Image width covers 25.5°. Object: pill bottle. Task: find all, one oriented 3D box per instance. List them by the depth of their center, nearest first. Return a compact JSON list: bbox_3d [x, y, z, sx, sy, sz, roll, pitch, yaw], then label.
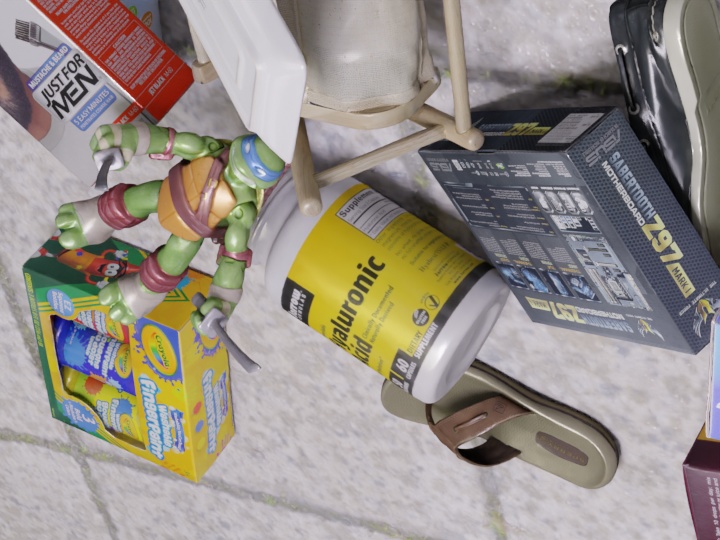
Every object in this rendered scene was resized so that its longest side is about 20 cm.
[{"bbox_3d":[0.000,0.000,1.164,0.200,0.111,0.111,33,140,14],"label":"pill bottle"}]

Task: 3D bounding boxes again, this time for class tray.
[{"bbox_3d":[-0.087,-0.164,0.926,0.200,0.022,0.107,61,160,20],"label":"tray"}]

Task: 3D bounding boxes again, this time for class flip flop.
[{"bbox_3d":[0.104,0.127,1.251,0.199,0.058,0.081,23,138,17],"label":"flip flop"}]

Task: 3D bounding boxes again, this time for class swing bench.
[{"bbox_3d":[-0.031,-0.181,0.992,0.200,0.129,0.199,51,157,45],"label":"swing bench"}]

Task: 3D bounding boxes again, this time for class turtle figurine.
[{"bbox_3d":[-0.145,-0.023,1.083,0.144,0.201,0.194,32,145,-24],"label":"turtle figurine"}]

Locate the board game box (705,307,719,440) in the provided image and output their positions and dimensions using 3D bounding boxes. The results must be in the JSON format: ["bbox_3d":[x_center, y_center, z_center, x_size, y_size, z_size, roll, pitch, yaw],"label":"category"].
[{"bbox_3d":[0.323,0.041,0.927,0.199,0.160,0.097,16,136,25],"label":"board game box"}]

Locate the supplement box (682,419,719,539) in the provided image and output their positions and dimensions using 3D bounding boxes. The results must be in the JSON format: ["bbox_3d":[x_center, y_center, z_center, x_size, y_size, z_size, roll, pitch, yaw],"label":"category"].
[{"bbox_3d":[0.329,0.138,1.052,0.199,0.110,0.086,6,130,33],"label":"supplement box"}]

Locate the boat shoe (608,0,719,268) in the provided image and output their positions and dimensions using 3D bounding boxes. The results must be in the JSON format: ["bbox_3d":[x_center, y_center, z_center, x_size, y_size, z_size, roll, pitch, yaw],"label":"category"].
[{"bbox_3d":[0.191,-0.082,0.978,0.066,0.075,0.200,8,132,36],"label":"boat shoe"}]

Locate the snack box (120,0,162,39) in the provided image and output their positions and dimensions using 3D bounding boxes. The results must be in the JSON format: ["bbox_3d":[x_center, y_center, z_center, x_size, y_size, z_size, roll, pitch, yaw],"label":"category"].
[{"bbox_3d":[-0.236,-0.215,1.174,0.168,0.068,0.201,19,136,19],"label":"snack box"}]

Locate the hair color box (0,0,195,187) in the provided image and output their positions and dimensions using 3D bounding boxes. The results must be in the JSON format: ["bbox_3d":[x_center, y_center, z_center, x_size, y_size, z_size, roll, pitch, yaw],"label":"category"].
[{"bbox_3d":[-0.226,-0.165,1.116,0.200,0.064,0.111,44,138,-11],"label":"hair color box"}]

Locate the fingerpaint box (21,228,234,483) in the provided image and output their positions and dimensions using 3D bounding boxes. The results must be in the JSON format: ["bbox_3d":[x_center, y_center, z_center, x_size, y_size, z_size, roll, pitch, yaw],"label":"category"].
[{"bbox_3d":[-0.204,0.076,1.421,0.166,0.073,0.200,21,137,20],"label":"fingerpaint box"}]

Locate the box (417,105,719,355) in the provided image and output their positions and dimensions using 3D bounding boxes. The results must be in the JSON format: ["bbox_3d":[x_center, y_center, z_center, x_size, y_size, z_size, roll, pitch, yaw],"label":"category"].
[{"bbox_3d":[0.137,-0.029,1.028,0.158,0.051,0.200,55,164,-17],"label":"box"}]
